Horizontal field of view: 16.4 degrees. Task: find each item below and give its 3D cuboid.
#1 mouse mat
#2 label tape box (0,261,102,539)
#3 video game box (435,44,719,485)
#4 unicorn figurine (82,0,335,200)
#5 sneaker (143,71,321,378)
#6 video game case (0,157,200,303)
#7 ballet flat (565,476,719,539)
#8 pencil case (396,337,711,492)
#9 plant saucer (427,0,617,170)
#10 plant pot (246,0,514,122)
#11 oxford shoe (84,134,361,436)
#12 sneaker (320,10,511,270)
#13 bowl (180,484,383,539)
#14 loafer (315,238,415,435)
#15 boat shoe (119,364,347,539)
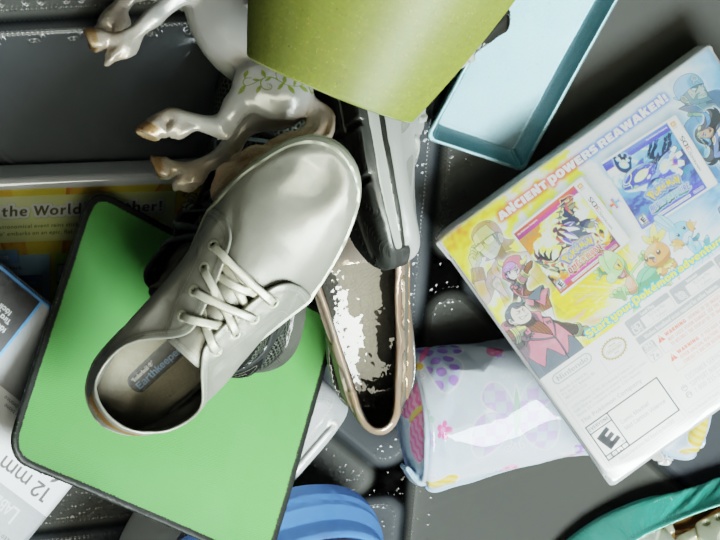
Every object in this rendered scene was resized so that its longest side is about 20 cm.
[{"bbox_3d":[-0.103,0.065,1.435,0.200,0.008,0.162,29,70,-38],"label":"mouse mat"},{"bbox_3d":[-0.237,0.097,1.402,0.143,0.066,0.200,43,81,-33],"label":"label tape box"},{"bbox_3d":[0.175,-0.004,1.484,0.200,0.047,0.183,-35,97,1],"label":"video game box"},{"bbox_3d":[-0.078,-0.137,1.347,0.137,0.074,0.201,-28,97,-4],"label":"unicorn figurine"},{"bbox_3d":[-0.065,-0.036,1.380,0.076,0.114,0.200,11,98,14],"label":"sneaker"},{"bbox_3d":[-0.189,0.021,1.457,0.199,0.023,0.183,-3,122,-15],"label":"video game case"},{"bbox_3d":[0.223,0.179,1.656,0.199,0.070,0.068,-23,126,-2],"label":"ballet flat"},{"bbox_3d":[0.119,0.083,1.555,0.199,0.083,0.091,-5,108,-13],"label":"pencil case"},{"bbox_3d":[0.109,-0.153,1.442,0.070,0.019,0.200,17,116,-26],"label":"plant saucer"},{"bbox_3d":[0.022,-0.184,1.262,0.186,0.187,0.201,18,98,-26],"label":"plant pot"},{"bbox_3d":[-0.071,0.014,1.305,0.075,0.058,0.200,41,99,-9],"label":"oxford shoe"},{"bbox_3d":[0.037,-0.105,1.371,0.115,0.076,0.202,-8,85,-18],"label":"sneaker"},{"bbox_3d":[-0.068,0.215,1.560,0.200,0.039,0.201,-25,147,-18],"label":"bowl"},{"bbox_3d":[0.000,0.000,1.456,0.072,0.063,0.201,-11,112,0],"label":"loafer"},{"bbox_3d":[-0.083,0.142,1.545,0.068,0.072,0.200,31,99,-28],"label":"boat shoe"}]
